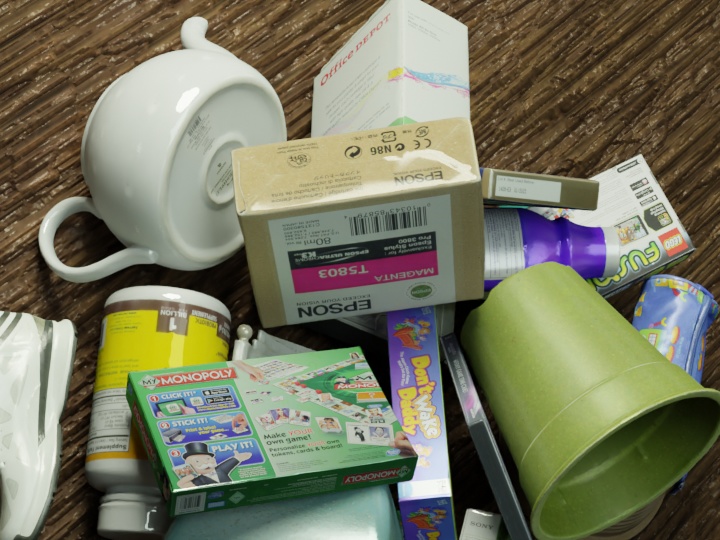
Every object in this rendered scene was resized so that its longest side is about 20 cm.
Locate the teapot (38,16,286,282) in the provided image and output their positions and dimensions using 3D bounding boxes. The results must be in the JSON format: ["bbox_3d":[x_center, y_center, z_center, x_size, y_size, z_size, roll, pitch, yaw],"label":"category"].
[{"bbox_3d":[-0.169,-0.100,1.473,0.200,0.145,0.199,-20,124,-52],"label":"teapot"}]

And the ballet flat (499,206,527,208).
[{"bbox_3d":[0.157,0.013,1.698,0.069,0.069,0.201,22,69,-25],"label":"ballet flat"}]

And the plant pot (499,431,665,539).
[{"bbox_3d":[0.241,0.166,1.687,0.200,0.093,0.202,9,74,-31],"label":"plant pot"}]

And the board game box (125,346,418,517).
[{"bbox_3d":[-0.071,0.122,1.354,0.199,0.029,0.135,-5,39,-22],"label":"board game box"}]

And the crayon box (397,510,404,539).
[{"bbox_3d":[-0.011,0.280,1.526,0.199,0.051,0.127,-1,78,-31],"label":"crayon box"}]

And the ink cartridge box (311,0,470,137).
[{"bbox_3d":[0.026,-0.127,1.562,0.087,0.145,0.201,22,48,-28],"label":"ink cartridge box"}]

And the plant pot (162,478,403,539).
[{"bbox_3d":[-0.056,0.254,1.381,0.194,0.197,0.201,11,63,14],"label":"plant pot"}]

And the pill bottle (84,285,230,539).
[{"bbox_3d":[-0.169,0.121,1.433,0.109,0.109,0.202,13,71,-28],"label":"pill bottle"}]

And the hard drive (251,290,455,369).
[{"bbox_3d":[0.000,0.000,1.598,0.199,0.038,0.141,24,56,-26],"label":"hard drive"}]

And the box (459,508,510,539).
[{"bbox_3d":[0.092,0.320,1.488,0.036,0.144,0.201,11,69,16],"label":"box"}]

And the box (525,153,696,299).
[{"bbox_3d":[0.208,-0.021,1.654,0.199,0.035,0.111,-25,77,-15],"label":"box"}]

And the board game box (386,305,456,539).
[{"bbox_3d":[0.054,0.149,1.511,0.044,0.135,0.201,-6,51,3],"label":"board game box"}]

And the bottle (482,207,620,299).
[{"bbox_3d":[0.137,-0.016,1.589,0.198,0.065,0.084,-1,70,-9],"label":"bottle"}]

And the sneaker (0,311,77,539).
[{"bbox_3d":[-0.298,0.125,1.386,0.115,0.076,0.202,13,63,-19],"label":"sneaker"}]

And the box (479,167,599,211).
[{"bbox_3d":[0.112,-0.077,1.603,0.120,0.200,0.033,4,90,-31],"label":"box"}]

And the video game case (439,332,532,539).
[{"bbox_3d":[0.110,0.152,1.498,0.019,0.200,0.144,-21,109,4],"label":"video game case"}]

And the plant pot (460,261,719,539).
[{"bbox_3d":[0.185,0.100,1.507,0.199,0.201,0.190,-11,53,-33],"label":"plant pot"}]

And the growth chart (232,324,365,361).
[{"bbox_3d":[-0.057,0.124,1.518,0.200,0.018,0.146,17,69,-54],"label":"growth chart"}]

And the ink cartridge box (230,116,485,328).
[{"bbox_3d":[0.001,-0.037,1.438,0.198,0.165,0.075,-9,53,0],"label":"ink cartridge box"}]

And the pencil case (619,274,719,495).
[{"bbox_3d":[0.283,0.104,1.621,0.078,0.087,0.201,32,63,-33],"label":"pencil case"}]
